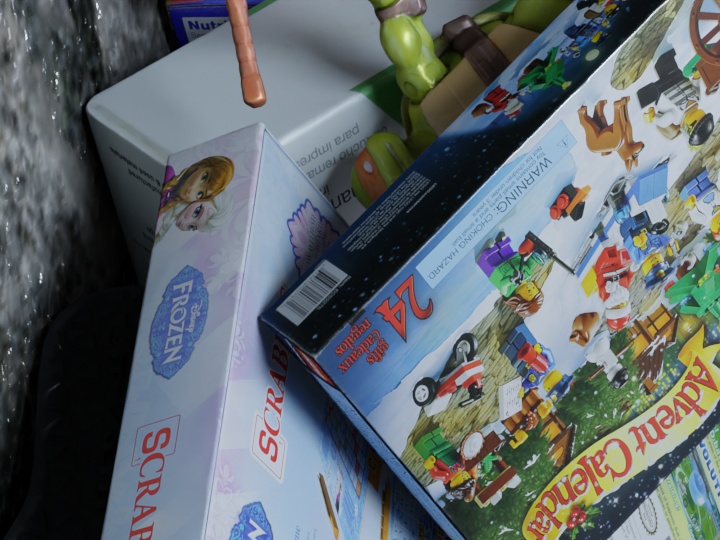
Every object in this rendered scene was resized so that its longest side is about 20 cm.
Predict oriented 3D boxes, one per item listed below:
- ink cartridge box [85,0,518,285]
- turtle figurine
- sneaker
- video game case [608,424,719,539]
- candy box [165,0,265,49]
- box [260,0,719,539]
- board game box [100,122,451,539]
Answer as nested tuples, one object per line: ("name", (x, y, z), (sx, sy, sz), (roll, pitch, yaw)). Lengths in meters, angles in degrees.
("ink cartridge box", (0.000, 0.000, 1.091), (0.146, 0.083, 0.201), (-32, 130, -22))
("turtle figurine", (0.060, -0.056, 0.993), (0.200, 0.161, 0.064), (55, 2, -3))
("sneaker", (-0.074, 0.096, 0.965), (0.083, 0.071, 0.201), (72, 22, -46))
("video game case", (0.119, 0.121, 1.087), (0.182, 0.022, 0.201), (-40, 113, -54))
("candy box", (-0.006, -0.083, 1.217), (0.170, 0.077, 0.201), (-73, 156, -46))
("box", (0.081, -0.006, 0.945), (0.200, 0.038, 0.137), (-45, 125, -8))
("board game box", (-0.006, 0.090, 0.956), (0.200, 0.041, 0.201), (50, 34, -38))
